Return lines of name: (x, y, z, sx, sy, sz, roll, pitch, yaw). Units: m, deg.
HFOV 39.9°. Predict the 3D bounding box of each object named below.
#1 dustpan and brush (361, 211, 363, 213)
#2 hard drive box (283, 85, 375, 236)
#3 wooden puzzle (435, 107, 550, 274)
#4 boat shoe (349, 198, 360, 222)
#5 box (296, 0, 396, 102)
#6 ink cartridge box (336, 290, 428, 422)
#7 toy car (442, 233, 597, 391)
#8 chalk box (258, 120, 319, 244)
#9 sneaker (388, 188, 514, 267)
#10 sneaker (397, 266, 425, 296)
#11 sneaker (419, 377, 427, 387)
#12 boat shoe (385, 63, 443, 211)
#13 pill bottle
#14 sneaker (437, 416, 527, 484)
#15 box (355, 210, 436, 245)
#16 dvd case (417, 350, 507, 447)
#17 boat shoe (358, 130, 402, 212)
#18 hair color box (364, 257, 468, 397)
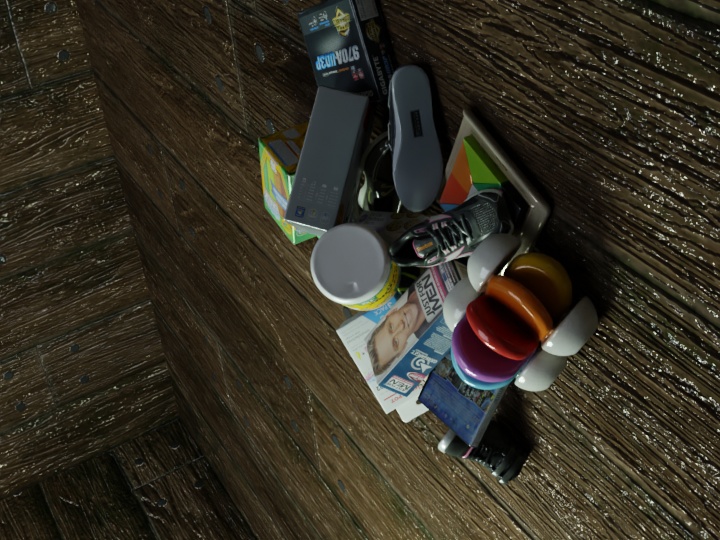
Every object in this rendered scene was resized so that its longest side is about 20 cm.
dustpan and brush: (-0.015, -0.079, 1.701, 0.139, 0.057, 0.202, 27, 132, 58)
hard drive box: (-0.043, -0.154, 1.472, 0.156, 0.076, 0.202, 28, -105, -84)
wooden puzzle: (0.165, -0.086, 1.314, 0.186, 0.037, 0.201, 55, 155, 27)
boat shoe: (-0.025, -0.059, 1.604, 0.072, 0.064, 0.202, -30, 73, 41)
box: (-0.019, -0.331, 1.494, 0.199, 0.046, 0.161, 12, 121, 63)
ink cartridge box: (0.063, 0.148, 1.610, 0.201, 0.114, 0.068, 58, -168, -4)
toy car: (0.178, 0.072, 1.224, 0.175, 0.150, 0.201, 40, 140, 12)
chalk box: (-0.097, -0.140, 1.748, 0.125, 0.123, 0.202, 48, 150, 40)
sneaker: (0.114, -0.040, 1.293, 0.199, 0.086, 0.081, -30, 84, 50)
sneaker: (0.133, 0.080, 1.524, 0.201, 0.075, 0.076, 59, -173, 14)
sneaker: (0.109, 0.153, 1.546, 0.200, 0.070, 0.076, 45, 115, 4)
boat shoe: (0.068, -0.186, 1.387, 0.068, 0.073, 0.202, -130, 28, -76)
pill bottle: (0.000, 0.000, 1.438, 0.114, 0.112, 0.200, 63, -175, 10)
sneaker: (0.188, 0.265, 1.457, 0.099, 0.071, 0.199, 44, -166, 26)
box: (0.064, -0.058, 1.466, 0.199, 0.042, 0.039, 10, 147, 54)
dvd case: (0.162, 0.125, 1.382, 0.142, 0.017, 0.202, 36, 104, 55)
boat shoe: (0.039, -0.137, 1.515, 0.061, 0.072, 0.202, 56, 161, 22)
hair color box: (0.093, 0.076, 1.429, 0.200, 0.060, 0.100, -51, 33, 25)
